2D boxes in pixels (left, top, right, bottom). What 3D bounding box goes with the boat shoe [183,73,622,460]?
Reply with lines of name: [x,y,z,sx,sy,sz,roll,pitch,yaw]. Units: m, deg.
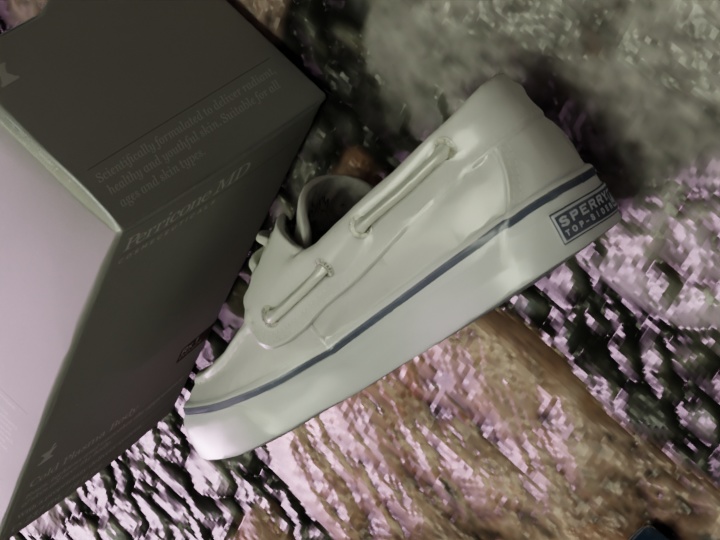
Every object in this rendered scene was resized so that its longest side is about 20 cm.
boat shoe: [0.000,0.000,0.681,0.200,0.073,0.066,-33,88,41]

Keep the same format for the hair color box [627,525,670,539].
hair color box: [0.139,0.186,0.679,0.200,0.060,0.100,39,139,17]

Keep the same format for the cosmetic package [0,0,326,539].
cosmetic package: [-0.099,-0.005,0.738,0.090,0.107,0.200,45,142,10]
